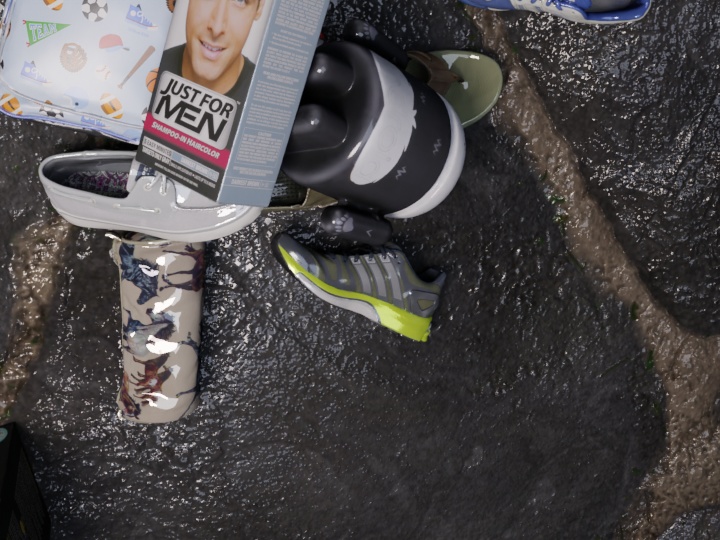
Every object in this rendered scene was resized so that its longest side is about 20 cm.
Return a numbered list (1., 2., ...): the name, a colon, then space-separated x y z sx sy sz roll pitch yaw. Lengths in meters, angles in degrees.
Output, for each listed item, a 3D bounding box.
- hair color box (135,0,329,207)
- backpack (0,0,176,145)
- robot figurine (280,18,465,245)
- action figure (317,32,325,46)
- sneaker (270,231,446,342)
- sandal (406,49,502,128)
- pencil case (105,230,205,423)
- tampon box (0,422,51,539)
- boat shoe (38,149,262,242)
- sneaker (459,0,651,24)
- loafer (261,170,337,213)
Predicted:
1. hair color box: -0.091 -0.158 0.691 0.061 0.099 0.201 0 112 -54
2. backpack: -0.206 -0.206 0.769 0.199 0.154 0.191 12 95 -15
3. robot figurine: 0.002 -0.115 0.787 0.200 0.125 0.150 17 115 -50
4. action figure: -0.060 -0.285 0.819 0.051 0.065 0.201 -7 111 6
5. sneaker: 0.000 0.000 0.939 0.199 0.074 0.081 25 94 -29
6. sandal: 0.041 -0.172 0.881 0.200 0.057 0.080 -2 92 -12
7. pencil case: -0.195 0.052 0.894 0.089 0.078 0.201 4 108 -1
8. tampon box: -0.377 0.256 0.850 0.149 0.200 0.127 -16 112 -10
9. boat shoe: -0.185 -0.075 0.819 0.199 0.069 0.072 9 67 13
10. sneaker: 0.179 -0.274 0.874 0.199 0.088 0.076 2 110 -14
11. loafer: -0.044 -0.087 0.889 0.199 0.070 0.076 -17 112 -9
